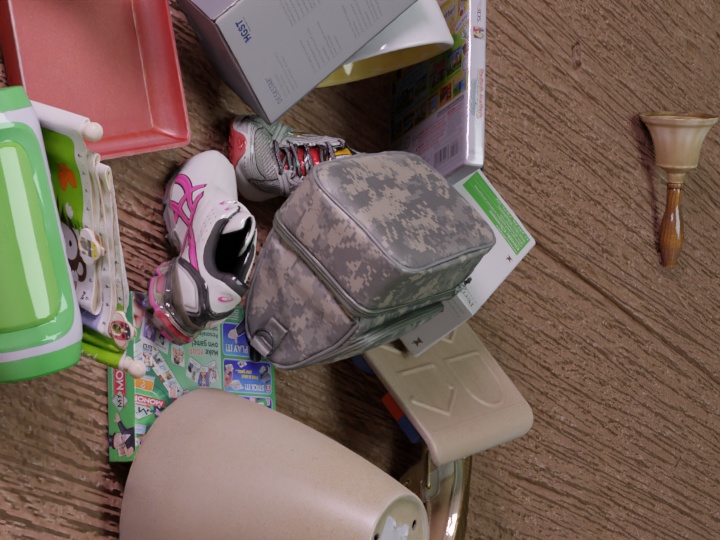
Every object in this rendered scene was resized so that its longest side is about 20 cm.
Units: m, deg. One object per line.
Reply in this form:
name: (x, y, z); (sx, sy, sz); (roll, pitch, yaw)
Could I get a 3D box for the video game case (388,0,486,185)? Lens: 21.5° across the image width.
video game case: (0.072, -0.163, 1.835); (0.023, 0.200, 0.183); (6, 76, -19)

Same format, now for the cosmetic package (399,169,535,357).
cosmetic package: (0.082, -0.012, 1.842); (0.108, 0.085, 0.200); (51, 30, -4)

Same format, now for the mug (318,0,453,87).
mug: (-0.013, -0.260, 1.780); (0.149, 0.186, 0.154); (-15, 89, -26)

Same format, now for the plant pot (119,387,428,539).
plant pot: (-0.054, 0.202, 1.494); (0.187, 0.199, 0.188); (-21, 115, -53)

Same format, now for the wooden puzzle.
wooden puzzle: (0.061, 0.092, 1.828); (0.185, 0.046, 0.200); (-11, 64, -55)

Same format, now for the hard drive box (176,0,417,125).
hard drive box: (-0.046, -0.246, 1.607); (0.200, 0.077, 0.156); (-41, 148, -9)

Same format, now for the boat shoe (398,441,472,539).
boat shoe: (0.072, 0.210, 1.865); (0.074, 0.069, 0.201); (82, 14, -54)

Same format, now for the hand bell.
hand bell: (0.413, -0.104, 2.490); (0.104, 0.104, 0.201); (-15, 108, -59)

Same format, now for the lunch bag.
lunch bag: (0.000, 0.000, 1.652); (0.139, 0.168, 0.200); (48, 29, 14)

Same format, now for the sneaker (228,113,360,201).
sneaker: (-0.050, -0.099, 1.705); (0.200, 0.082, 0.078); (10, 76, -57)

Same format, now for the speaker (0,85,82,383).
speaker: (-0.254, -0.025, 1.346); (0.088, 0.088, 0.201); (-24, 106, -58)

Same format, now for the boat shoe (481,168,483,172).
boat shoe: (0.102, -0.176, 1.992); (0.074, 0.060, 0.201); (32, 58, -52)

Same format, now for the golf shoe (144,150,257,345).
golf shoe: (-0.114, -0.029, 1.549); (0.073, 0.092, 0.201); (42, 33, -33)

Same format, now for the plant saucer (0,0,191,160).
plant saucer: (-0.218, -0.185, 1.487); (0.199, 0.037, 0.201); (-17, 99, -58)

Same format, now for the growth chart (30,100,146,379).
growth chart: (-0.211, -0.026, 1.376); (0.018, 0.144, 0.201); (-18, 105, -38)

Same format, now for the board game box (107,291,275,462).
board game box: (-0.137, 0.093, 1.577); (0.200, 0.029, 0.135); (11, 76, -58)
